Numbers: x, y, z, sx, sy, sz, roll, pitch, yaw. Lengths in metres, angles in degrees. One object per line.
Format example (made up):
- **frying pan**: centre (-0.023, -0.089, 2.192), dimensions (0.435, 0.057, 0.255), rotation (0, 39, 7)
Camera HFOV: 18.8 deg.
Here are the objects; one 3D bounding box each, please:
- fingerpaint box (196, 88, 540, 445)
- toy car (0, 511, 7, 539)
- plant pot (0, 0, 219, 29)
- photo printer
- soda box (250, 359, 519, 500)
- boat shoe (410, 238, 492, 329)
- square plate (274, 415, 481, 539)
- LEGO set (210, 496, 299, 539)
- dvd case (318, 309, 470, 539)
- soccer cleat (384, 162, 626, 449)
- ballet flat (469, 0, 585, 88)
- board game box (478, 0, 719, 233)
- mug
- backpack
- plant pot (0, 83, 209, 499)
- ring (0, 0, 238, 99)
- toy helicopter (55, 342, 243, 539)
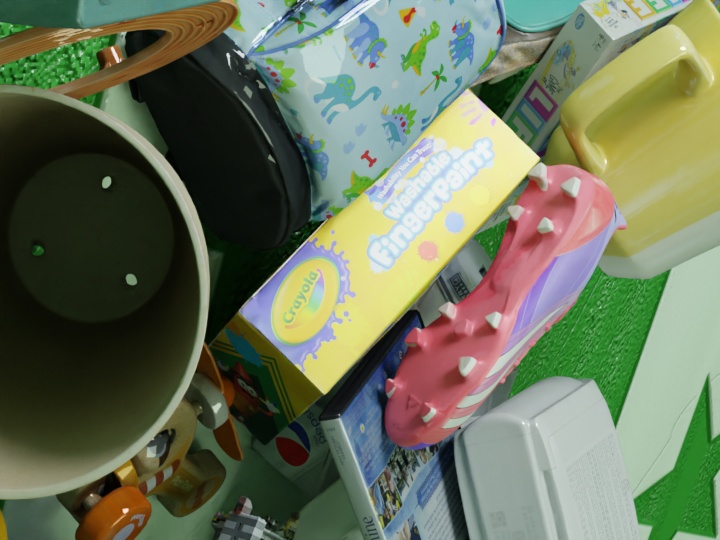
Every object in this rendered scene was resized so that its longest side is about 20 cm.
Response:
- **fingerpaint box**: centre (0.000, 0.000, 1.313), dimensions (0.200, 0.073, 0.167), rotation (-47, 180, -21)
- **toy car**: centre (-0.268, 0.127, 1.067), dimensions (0.149, 0.176, 0.200), rotation (-26, 152, 15)
- **plant pot**: centre (-0.146, -0.186, 0.919), dimensions (0.141, 0.199, 0.142), rotation (-20, 130, -46)
- **photo printer**: centre (0.129, 0.158, 1.427), dimensions (0.200, 0.069, 0.168), rotation (-19, 96, -70)
- **soda box**: centre (0.020, 0.095, 1.491), dimensions (0.199, 0.068, 0.064), rotation (-13, 130, -50)
- **boat shoe**: centre (0.063, 0.025, 1.473), dimensions (0.070, 0.071, 0.200), rotation (-34, 180, 10)
- **square plate**: centre (0.012, 0.167, 1.484), dimensions (0.200, 0.029, 0.198), rotation (-42, 162, 26)
- **LEGO set**: centre (-0.066, 0.209, 1.365), dimensions (0.199, 0.153, 0.117), rotation (31, 74, -30)
- **dvd case**: centre (0.038, 0.143, 1.345), dimensions (0.143, 0.017, 0.201), rotation (-50, 124, -57)
- **soccer cleat**: centre (0.089, 0.029, 1.303), dimensions (0.076, 0.067, 0.201), rotation (37, 84, -42)
- **ballet flat**: centre (0.073, -0.147, 1.395), dimensions (0.199, 0.068, 0.067), rotation (-22, 152, -39)
- **board game box**: centre (0.152, -0.117, 1.468), dimensions (0.134, 0.034, 0.200), rotation (-26, 159, -41)
- **mug**: centre (0.190, -0.085, 1.388), dimensions (0.153, 0.150, 0.187), rotation (-34, 118, 11)
- **backpack**: centre (-0.014, -0.128, 1.224), dimensions (0.200, 0.153, 0.164), rotation (-54, 141, -33)
- **plant pot**: centre (-0.151, -0.003, 1.071), dimensions (0.200, 0.186, 0.188), rotation (-55, 169, -80)
- **ring**: centre (-0.154, -0.098, 1.028), dimensions (0.200, 0.200, 0.019), rotation (-18, 87, -47)
- **toy helicopter**: centre (-0.118, 0.109, 1.312), dimensions (0.132, 0.079, 0.200), rotation (-46, 162, -2)
